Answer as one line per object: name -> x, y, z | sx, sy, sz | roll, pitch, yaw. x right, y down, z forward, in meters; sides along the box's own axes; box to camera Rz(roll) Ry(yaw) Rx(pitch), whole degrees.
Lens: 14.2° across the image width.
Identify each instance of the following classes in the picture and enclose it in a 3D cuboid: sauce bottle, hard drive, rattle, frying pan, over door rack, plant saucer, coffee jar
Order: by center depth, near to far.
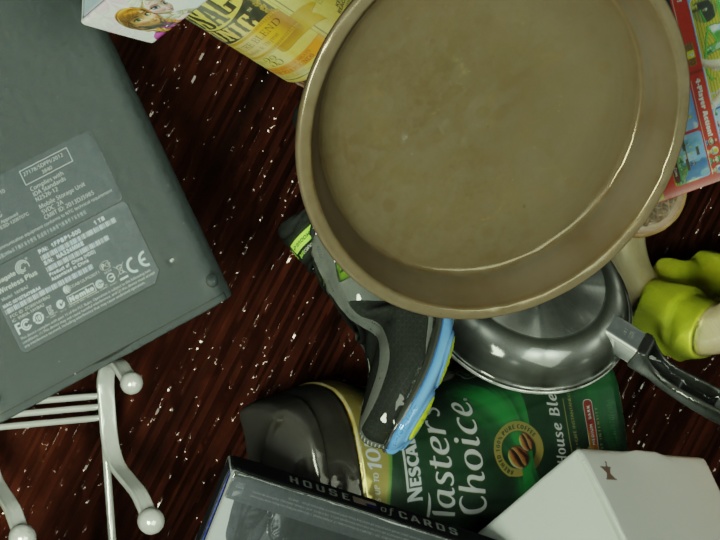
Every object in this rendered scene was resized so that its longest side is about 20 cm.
hard drive -> -0.163, -0.046, 1.364 | 0.139, 0.033, 0.200 | -29, 100, -21
plant saucer -> 0.061, -0.073, 1.371 | 0.200, 0.029, 0.200 | -9, 117, -18
sauce bottle -> -0.082, -0.156, 1.394 | 0.200, 0.066, 0.066 | 29, 86, -28
over door rack -> -0.174, 0.149, 1.408 | 0.148, 0.067, 0.200 | -4, 103, -27
frying pan -> 0.112, 0.038, 1.491 | 0.115, 0.190, 0.031 | -32, 156, -31
coffee jar -> 0.037, 0.100, 1.498 | 0.200, 0.085, 0.104 | -9, 93, -27
rattle -> 0.200, -0.057, 1.564 | 0.143, 0.130, 0.200 | -7, 81, -36

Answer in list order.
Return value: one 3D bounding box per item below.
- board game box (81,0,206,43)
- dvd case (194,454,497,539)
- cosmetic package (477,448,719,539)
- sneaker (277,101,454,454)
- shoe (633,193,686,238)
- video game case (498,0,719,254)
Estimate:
board game box -> -0.057, -0.230, 1.270 | 0.041, 0.200, 0.200 | 14, 64, -31
dvd case -> -0.030, 0.204, 1.436 | 0.150, 0.025, 0.200 | 19, 107, -12
cosmetic package -> 0.093, 0.175, 1.482 | 0.101, 0.071, 0.200 | 7, 139, -44
sneaker -> 0.000, -0.001, 1.439 | 0.083, 0.071, 0.200 | 0, 66, -15
shoe -> 0.126, -0.115, 1.447 | 0.070, 0.053, 0.200 | -8, 114, -6
video game case -> 0.124, -0.095, 1.413 | 0.200, 0.017, 0.143 | -20, 117, -6
